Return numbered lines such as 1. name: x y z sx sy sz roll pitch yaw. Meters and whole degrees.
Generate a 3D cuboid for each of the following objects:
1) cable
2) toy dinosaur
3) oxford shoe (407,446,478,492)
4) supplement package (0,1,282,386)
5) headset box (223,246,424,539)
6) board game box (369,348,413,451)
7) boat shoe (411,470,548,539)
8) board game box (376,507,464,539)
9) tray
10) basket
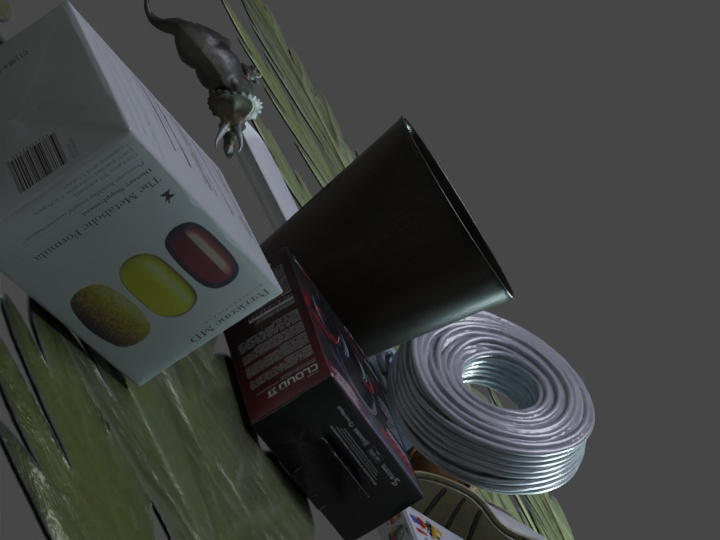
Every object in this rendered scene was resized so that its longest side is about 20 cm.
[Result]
1. cable: 0.123 0.119 1.912 0.199 0.069 0.200 9 37 -20
2. toy dinosaur: -0.153 -0.216 2.118 0.201 0.077 0.102 61 0 1
3. oxford shoe: 0.089 0.184 1.916 0.072 0.071 0.200 65 29 -17
4. supplement package: -0.147 -0.039 1.186 0.110 0.114 0.200 61 8 35
5. headset box: -0.032 0.100 1.572 0.149 0.075 0.200 55 8 -34
6. board game box: 0.005 0.095 2.012 0.200 0.041 0.200 55 8 -30
7. boat shoe: 0.102 0.240 1.830 0.200 0.075 0.068 33 -6 -16
8. board game box: 0.090 0.289 1.675 0.126 0.035 0.200 35 19 -36
9. tray: -0.096 -0.086 2.177 0.200 0.022 0.107 63 9 31
10. basket: 0.000 0.000 1.722 0.181 0.200 0.136 58 7 5
